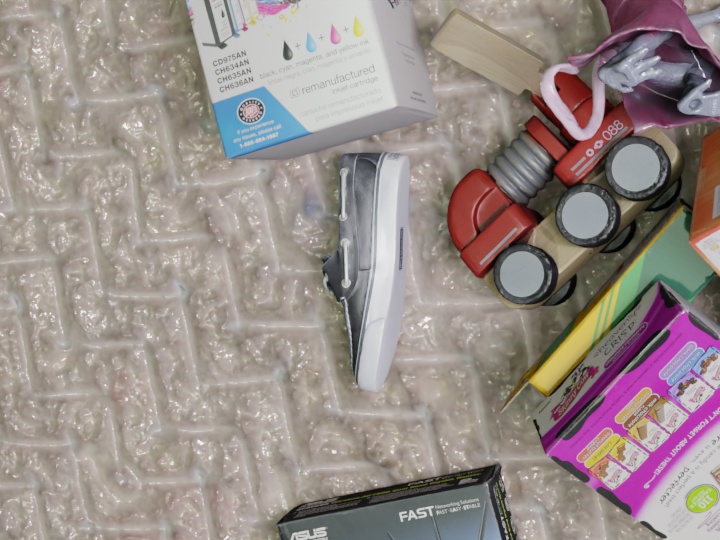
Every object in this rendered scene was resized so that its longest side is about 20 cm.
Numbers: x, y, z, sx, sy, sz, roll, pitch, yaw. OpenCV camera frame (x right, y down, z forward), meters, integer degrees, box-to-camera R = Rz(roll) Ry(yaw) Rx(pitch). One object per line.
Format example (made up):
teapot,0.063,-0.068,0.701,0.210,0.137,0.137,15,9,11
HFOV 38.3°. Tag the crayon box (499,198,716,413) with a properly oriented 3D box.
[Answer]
crayon box,0.197,0.039,0.793,0.052,0.126,0.200,41,106,8

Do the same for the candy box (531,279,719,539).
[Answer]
candy box,0.240,0.120,0.721,0.200,0.061,0.136,37,106,-13

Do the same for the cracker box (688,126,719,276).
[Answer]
cracker box,0.314,-0.004,0.711,0.200,0.134,0.058,44,131,-15

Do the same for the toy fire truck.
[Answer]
toy fire truck,0.125,-0.091,0.812,0.176,0.129,0.200,-45,71,16

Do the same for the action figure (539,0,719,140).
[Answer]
action figure,0.208,-0.178,0.757,0.148,0.201,0.134,-25,131,21

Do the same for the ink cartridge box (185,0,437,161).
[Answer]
ink cartridge box,-0.043,-0.203,0.827,0.147,0.145,0.201,-14,91,18

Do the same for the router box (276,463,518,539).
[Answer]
router box,0.042,0.264,0.894,0.199,0.062,0.151,-16,90,17

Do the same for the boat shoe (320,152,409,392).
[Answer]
boat shoe,0.000,0.000,0.874,0.067,0.072,0.201,5,94,14
